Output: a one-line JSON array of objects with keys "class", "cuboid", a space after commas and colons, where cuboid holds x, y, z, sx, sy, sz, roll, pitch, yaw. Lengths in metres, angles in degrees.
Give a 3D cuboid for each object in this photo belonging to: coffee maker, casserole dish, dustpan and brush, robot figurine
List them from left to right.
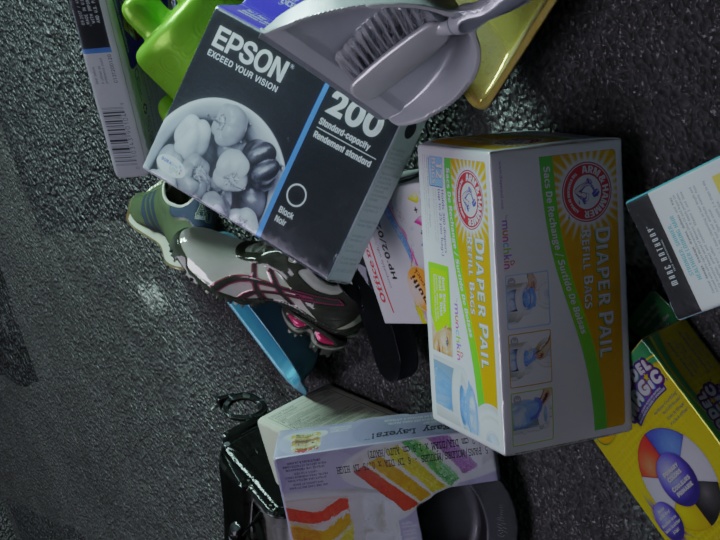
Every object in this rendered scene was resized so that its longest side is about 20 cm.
[{"class": "robot figurine", "cuboid": [-0.111, -0.180, 1.162, 0.200, 0.176, 0.116, 42, -168, -14]}, {"class": "casserole dish", "cuboid": [-0.103, 0.036, 1.375, 0.201, 0.039, 0.121, 52, 167, 5]}, {"class": "coffee maker", "cuboid": [-0.089, 0.267, 1.493, 0.193, 0.133, 0.202, -111, 19, -51]}, {"class": "dustpan and brush", "cuboid": [0.046, -0.158, 0.887, 0.199, 0.139, 0.058, -32, 47, 31]}]

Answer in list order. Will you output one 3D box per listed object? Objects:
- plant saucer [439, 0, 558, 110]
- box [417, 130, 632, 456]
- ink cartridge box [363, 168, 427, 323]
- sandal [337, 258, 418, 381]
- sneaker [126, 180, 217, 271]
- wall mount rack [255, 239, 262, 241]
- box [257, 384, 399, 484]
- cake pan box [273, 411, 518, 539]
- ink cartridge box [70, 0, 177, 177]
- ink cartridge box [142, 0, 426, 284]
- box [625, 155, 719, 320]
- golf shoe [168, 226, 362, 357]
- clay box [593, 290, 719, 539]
[{"class": "plant saucer", "cuboid": [0.081, -0.244, 0.902, 0.201, 0.048, 0.200, 58, 151, 16]}, {"class": "box", "cuboid": [0.111, 0.009, 0.920, 0.112, 0.100, 0.203, -164, 68, -66]}, {"class": "ink cartridge box", "cuboid": [0.057, -0.021, 1.078, 0.199, 0.067, 0.116, -5, 106, 61]}, {"class": "sandal", "cuboid": [0.000, 0.000, 1.190, 0.202, 0.042, 0.076, 71, 157, 13]}, {"class": "sneaker", "cuboid": [-0.204, -0.071, 1.502, 0.200, 0.066, 0.091, 40, 120, 57]}, {"class": "wall mount rack", "cuboid": [-0.111, -0.101, 1.307, 0.201, 0.074, 0.174, 63, 175, 11]}, {"class": "box", "cuboid": [-0.007, 0.182, 1.303, 0.199, 0.094, 0.079, 17, 126, 57]}, {"class": "cake pan box", "cuboid": [0.037, 0.218, 1.176, 0.052, 0.198, 0.186, -85, -13, -67]}, {"class": "ink cartridge box", "cuboid": [-0.209, -0.223, 1.264, 0.201, 0.043, 0.200, -75, -21, -56]}, {"class": "ink cartridge box", "cuboid": [-0.050, -0.124, 1.050, 0.197, 0.043, 0.202, 30, 99, 24]}, {"class": "box", "cuboid": [0.242, -0.038, 0.770, 0.200, 0.049, 0.083, -30, 83, 61]}, {"class": "golf shoe", "cuboid": [-0.082, -0.004, 1.272, 0.198, 0.077, 0.089, 26, 122, 2]}, {"class": "clay box", "cuboid": [0.224, 0.125, 0.916, 0.201, 0.047, 0.115, 55, 148, 21]}]
